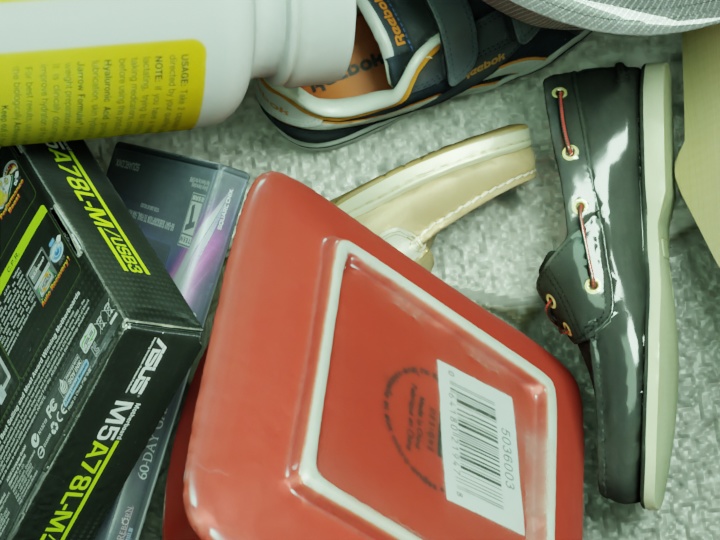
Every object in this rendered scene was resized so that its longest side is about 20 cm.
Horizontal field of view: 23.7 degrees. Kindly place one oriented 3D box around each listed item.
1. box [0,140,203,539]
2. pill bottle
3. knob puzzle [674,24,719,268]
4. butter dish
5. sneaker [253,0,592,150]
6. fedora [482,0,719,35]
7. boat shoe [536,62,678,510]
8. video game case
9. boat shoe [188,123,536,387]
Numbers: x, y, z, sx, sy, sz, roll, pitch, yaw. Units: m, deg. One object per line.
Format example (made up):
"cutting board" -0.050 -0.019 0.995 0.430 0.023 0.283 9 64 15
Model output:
"box" -0.163 0.042 0.753 0.201 0.047 0.193 -59 43 22
"pill bottle" -0.107 -0.110 0.704 0.198 0.111 0.112 -6 82 -16
"knob puzzle" 0.204 -0.063 0.702 0.030 0.219 0.222 8 84 -30
"butter dish" -0.013 0.097 0.723 0.199 0.201 0.148 33 129 -23
"sneaker" 0.042 -0.120 0.798 0.199 0.079 0.079 -30 79 4
"fedora" 0.097 -0.163 0.740 0.199 0.090 0.178 24 67 5
"boat shoe" 0.113 0.006 0.775 0.063 0.074 0.203 -3 80 14
"video game case" -0.112 0.044 0.779 0.019 0.143 0.201 18 89 -27
"boat shoe" 0.000 0.000 0.800 0.199 0.074 0.070 -28 91 8
